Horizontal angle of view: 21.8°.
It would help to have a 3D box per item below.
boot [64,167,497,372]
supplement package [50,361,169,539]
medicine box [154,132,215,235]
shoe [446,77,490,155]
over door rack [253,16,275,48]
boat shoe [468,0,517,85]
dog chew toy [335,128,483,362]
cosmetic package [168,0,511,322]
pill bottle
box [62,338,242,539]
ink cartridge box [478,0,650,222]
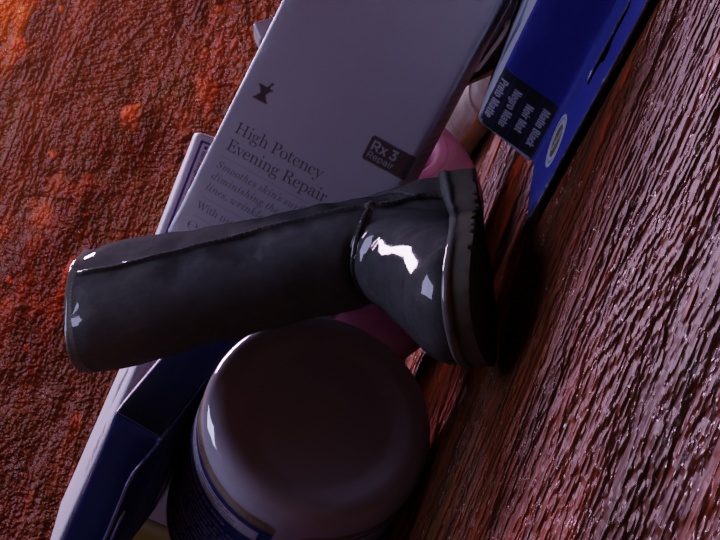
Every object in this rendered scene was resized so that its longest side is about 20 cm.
[{"bbox_3d":[-0.039,0.010,0.857,0.182,0.200,0.073,-86,-11,-75],"label":"boot"},{"bbox_3d":[-0.121,0.119,1.251,0.156,0.111,0.200,-102,36,-75],"label":"supplement package"},{"bbox_3d":[-0.076,0.005,1.543,0.103,0.200,0.182,-127,59,-84],"label":"medicine box"},{"bbox_3d":[0.068,-0.123,1.274,0.200,0.053,0.070,115,175,-55],"label":"shoe"},{"bbox_3d":[-0.001,-0.080,1.266,0.200,0.067,0.148,58,-172,-74],"label":"over door rack"},{"bbox_3d":[0.024,-0.117,1.115,0.200,0.073,0.063,-35,-15,19],"label":"boat shoe"},{"bbox_3d":[0.000,0.000,1.095,0.125,0.124,0.200,-72,-3,-47],"label":"dog chew toy"},{"bbox_3d":[-0.007,-0.085,0.958,0.200,0.102,0.074,-64,-5,12],"label":"cosmetic package"},{"bbox_3d":[-0.041,0.116,0.987,0.200,0.116,0.116,117,173,-59],"label":"pill bottle"},{"bbox_3d":[-0.110,0.091,1.010,0.121,0.032,0.200,-64,-4,34],"label":"box"},{"bbox_3d":[0.111,-0.156,0.871,0.200,0.041,0.200,114,176,-46],"label":"ink cartridge box"}]
